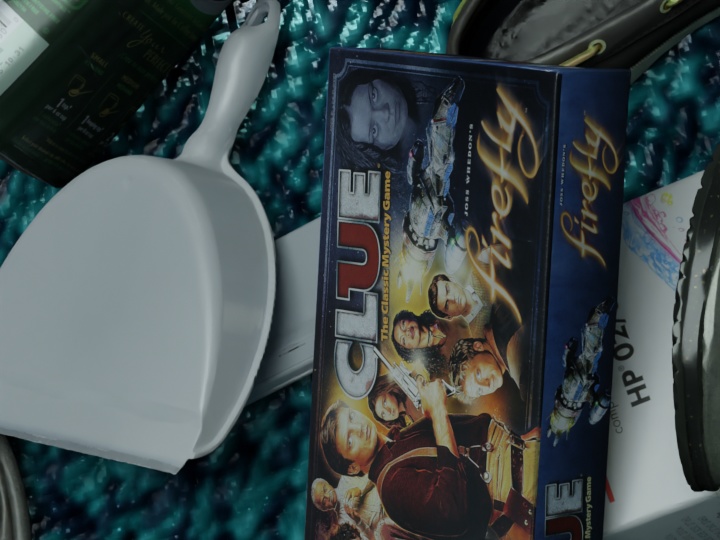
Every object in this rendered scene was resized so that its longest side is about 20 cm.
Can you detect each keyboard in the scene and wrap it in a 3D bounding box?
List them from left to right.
[{"bbox_3d":[0.000,0.000,1.044,0.200,0.011,0.056,-27,62,24],"label":"keyboard"}]

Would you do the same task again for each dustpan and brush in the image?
[{"bbox_3d":[-0.075,-0.021,1.073,0.139,0.057,0.201,9,80,38],"label":"dustpan and brush"}]

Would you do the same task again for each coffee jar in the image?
[{"bbox_3d":[-0.089,-0.133,1.080,0.200,0.104,0.085,-46,69,2],"label":"coffee jar"}]

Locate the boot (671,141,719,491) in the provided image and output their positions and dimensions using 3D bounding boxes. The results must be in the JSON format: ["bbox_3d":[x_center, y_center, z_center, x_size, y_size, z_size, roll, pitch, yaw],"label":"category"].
[{"bbox_3d":[0.179,-0.016,0.905,0.130,0.068,0.201,10,79,16],"label":"boot"}]

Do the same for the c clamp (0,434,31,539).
[{"bbox_3d":[-0.216,0.088,1.106,0.199,0.027,0.171,11,80,22],"label":"c clamp"}]

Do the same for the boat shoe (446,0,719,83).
[{"bbox_3d":[0.116,-0.129,1.029,0.201,0.061,0.072,-43,68,4],"label":"boat shoe"}]

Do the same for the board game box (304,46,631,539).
[{"bbox_3d":[0.034,0.025,0.963,0.135,0.035,0.201,11,101,54],"label":"board game box"}]

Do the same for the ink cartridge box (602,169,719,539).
[{"bbox_3d":[0.118,0.035,0.981,0.199,0.068,0.115,-23,68,13],"label":"ink cartridge box"}]
